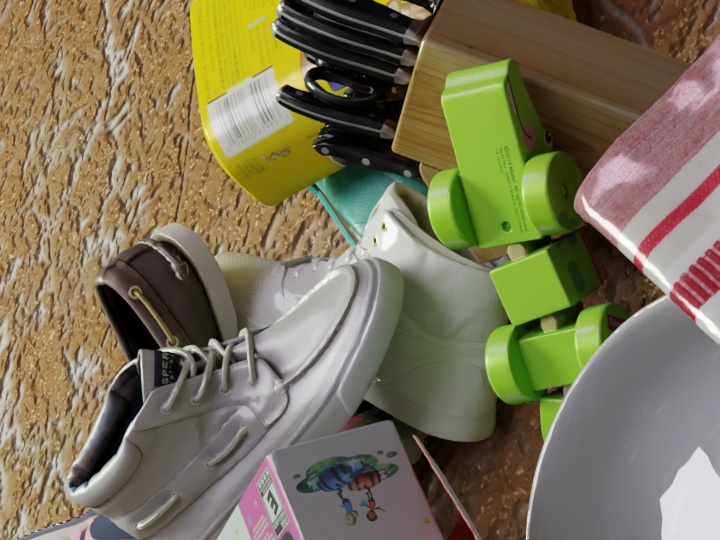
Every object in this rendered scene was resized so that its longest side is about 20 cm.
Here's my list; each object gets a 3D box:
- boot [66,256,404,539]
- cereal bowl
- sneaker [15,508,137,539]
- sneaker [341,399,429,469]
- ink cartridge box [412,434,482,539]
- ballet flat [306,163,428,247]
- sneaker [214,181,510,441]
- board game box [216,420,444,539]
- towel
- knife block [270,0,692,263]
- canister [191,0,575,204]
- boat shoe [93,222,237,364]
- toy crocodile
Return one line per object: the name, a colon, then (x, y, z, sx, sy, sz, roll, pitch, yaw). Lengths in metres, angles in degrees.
boot: (-0.067, 0.061, 0.997, 0.201, 0.095, 0.074, -54, 27, 18)
cereal bowl: (0.165, 0.108, 0.834, 0.199, 0.083, 0.202, -26, 55, 45)
sneaker: (-0.151, 0.191, 1.254, 0.199, 0.070, 0.083, -26, 75, 45)
sneaker: (-0.028, 0.098, 1.127, 0.199, 0.078, 0.096, 15, 112, 53)
ink cartridge box: (0.065, 0.188, 0.840, 0.047, 0.201, 0.160, -29, 46, -3)
ballet flat: (-0.006, -0.064, 1.171, 0.070, 0.067, 0.200, -46, 40, 1)
sneaker: (0.000, 0.000, 1.062, 0.199, 0.073, 0.117, 23, 113, 30)
board game box: (0.003, 0.189, 0.841, 0.201, 0.064, 0.148, 64, 151, 23)
towel: (0.183, -0.033, 0.801, 0.144, 0.023, 0.200, -50, 40, 8)
knife block: (0.062, -0.099, 0.958, 0.199, 0.176, 0.064, -19, 27, 33)
canister: (0.008, -0.140, 1.093, 0.199, 0.087, 0.149, -27, 47, 20)
boat shoe: (-0.089, 0.076, 1.080, 0.072, 0.059, 0.201, 10, 123, 52)
toy crocodile: (0.086, -0.002, 0.931, 0.067, 0.062, 0.202, -14, 100, 35)
